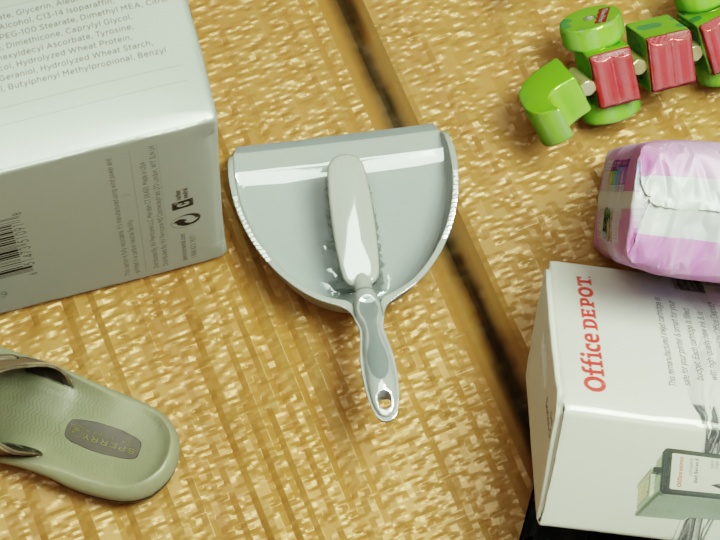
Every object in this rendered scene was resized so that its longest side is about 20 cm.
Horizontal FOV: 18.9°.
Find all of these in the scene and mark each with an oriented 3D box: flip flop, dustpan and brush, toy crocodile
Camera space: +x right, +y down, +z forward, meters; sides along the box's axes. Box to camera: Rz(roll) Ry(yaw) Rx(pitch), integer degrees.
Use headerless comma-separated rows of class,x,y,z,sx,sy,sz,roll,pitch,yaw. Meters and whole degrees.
flip flop,-0.200,0.081,1.232,0.199,0.058,0.082,17,69,4
dustpan and brush,0.000,0.000,1.269,0.138,0.057,0.201,-7,69,-5
toy crocodile,0.187,-0.133,1.314,0.199,0.062,0.068,-20,116,-9

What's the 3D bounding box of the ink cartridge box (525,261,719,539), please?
ink cartridge box,0.195,0.076,1.195,0.198,0.085,0.146,7,32,-3

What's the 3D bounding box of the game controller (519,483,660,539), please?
game controller,0.134,0.188,1.220,0.104,0.042,0.201,21,69,-10

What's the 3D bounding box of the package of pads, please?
package of pads,0.200,-0.032,1.213,0.119,0.200,0.076,8,92,1

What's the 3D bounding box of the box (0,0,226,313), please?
box,-0.185,-0.078,1.218,0.198,0.199,0.132,-15,70,-7
